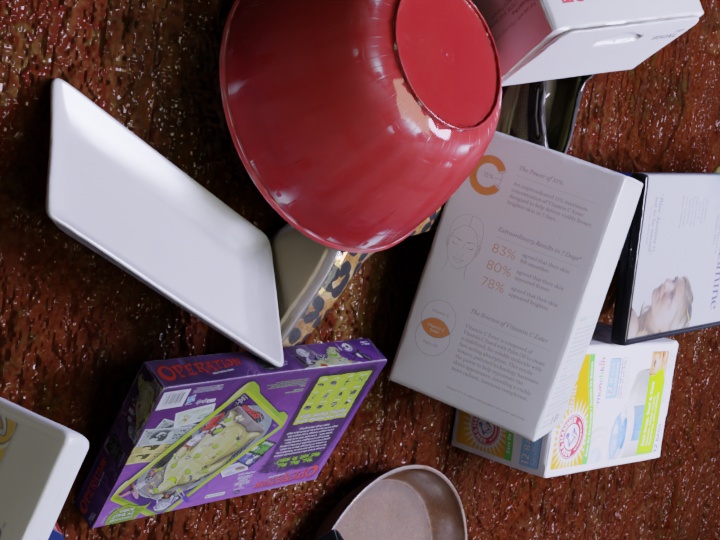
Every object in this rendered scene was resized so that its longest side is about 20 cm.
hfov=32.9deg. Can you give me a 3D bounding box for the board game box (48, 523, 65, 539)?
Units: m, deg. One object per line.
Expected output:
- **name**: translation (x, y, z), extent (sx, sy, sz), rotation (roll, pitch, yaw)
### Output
- **board game box**: translation (-0.223, 0.217, 0.611), extent (0.061, 0.200, 0.201), rotation (35, 87, -29)

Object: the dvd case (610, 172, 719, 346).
- **dvd case**: translation (0.285, -0.014, 1.080), extent (0.198, 0.017, 0.145), rotation (-5, 104, -49)

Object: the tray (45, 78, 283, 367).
- **tray**: translation (-0.118, -0.021, 0.732), extent (0.200, 0.022, 0.109), rotation (39, 33, -43)

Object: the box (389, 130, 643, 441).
- **box**: translation (0.119, 0.007, 0.927), extent (0.097, 0.123, 0.203), rotation (-2, 112, -69)

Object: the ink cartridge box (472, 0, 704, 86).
- **ink cartridge box**: translation (0.132, -0.241, 0.854), extent (0.143, 0.084, 0.203), rotation (-12, 77, -31)

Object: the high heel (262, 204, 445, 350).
- **high heel**: translation (0.000, 0.000, 0.870), extent (0.142, 0.071, 0.202), rotation (40, 67, -47)

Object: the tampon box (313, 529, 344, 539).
- **tampon box**: translation (-0.026, 0.317, 0.844), extent (0.148, 0.126, 0.202), rotation (-28, 124, -10)

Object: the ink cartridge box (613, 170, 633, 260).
- **ink cartridge box**: translation (0.201, -0.043, 1.064), extent (0.198, 0.093, 0.045), rotation (-19, 114, -43)

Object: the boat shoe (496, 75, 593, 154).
- **boat shoe**: translation (0.166, -0.176, 1.010), extent (0.073, 0.064, 0.203), rotation (13, 88, -45)

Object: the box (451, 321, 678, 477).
- **box**: translation (0.183, 0.108, 1.077), extent (0.198, 0.100, 0.115), rotation (3, 98, -48)

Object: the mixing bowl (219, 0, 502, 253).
- **mixing bowl**: translation (0.019, -0.122, 0.780), extent (0.198, 0.108, 0.204), rotation (15, 67, -40)

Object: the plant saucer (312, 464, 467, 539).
- **plant saucer**: translation (0.012, 0.250, 0.976), extent (0.199, 0.034, 0.204), rotation (-15, 110, -44)

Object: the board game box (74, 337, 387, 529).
- **board game box**: translation (-0.080, 0.103, 0.800), extent (0.198, 0.032, 0.121), rotation (-2, 126, -48)

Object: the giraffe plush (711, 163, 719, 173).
- **giraffe plush**: translation (0.401, -0.035, 1.196), extent (0.169, 0.201, 0.165), rotation (-6, 118, -1)

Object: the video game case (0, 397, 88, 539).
- **video game case**: translation (-0.239, 0.123, 0.542), extent (0.184, 0.197, 0.023), rotation (-67, 158, -10)
